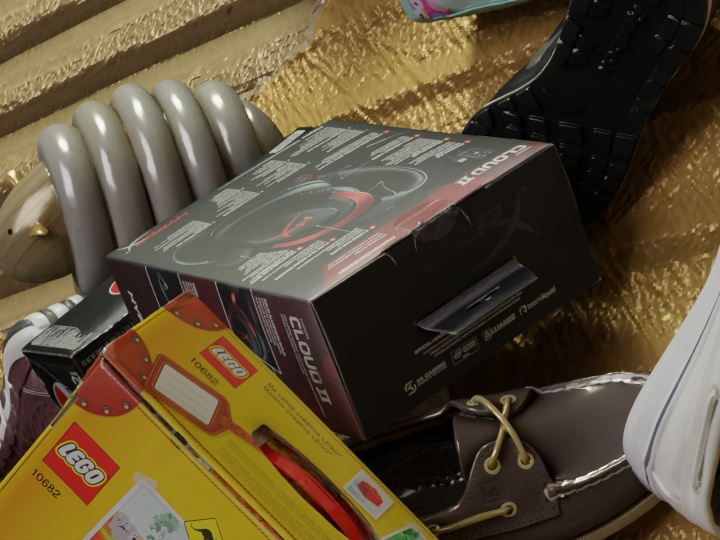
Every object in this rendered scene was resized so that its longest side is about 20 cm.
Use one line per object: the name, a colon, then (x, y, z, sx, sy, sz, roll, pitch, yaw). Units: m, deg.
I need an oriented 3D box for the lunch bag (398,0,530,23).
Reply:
lunch bag: (0.072, -0.230, 1.252, 0.170, 0.122, 0.201, -9, 82, 49)

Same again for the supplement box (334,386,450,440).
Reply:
supplement box: (-0.009, 0.149, 1.187, 0.126, 0.073, 0.200, -43, 40, 33)

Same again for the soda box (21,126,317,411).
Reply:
soda box: (-0.070, 0.010, 1.274, 0.200, 0.071, 0.063, -40, 23, -24)

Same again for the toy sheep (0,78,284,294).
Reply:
toy sheep: (-0.105, -0.040, 1.369, 0.138, 0.200, 0.138, 160, 90, -76)

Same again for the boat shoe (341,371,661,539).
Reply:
boat shoe: (0.049, 0.087, 1.081, 0.200, 0.060, 0.072, -20, 51, 15)

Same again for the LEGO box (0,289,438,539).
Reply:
LEGO box: (-0.057, 0.135, 1.046, 0.149, 0.200, 0.077, -48, -6, 32)

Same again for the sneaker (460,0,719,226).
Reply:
sneaker: (0.117, -0.094, 1.169, 0.088, 0.076, 0.200, -50, -2, -46)

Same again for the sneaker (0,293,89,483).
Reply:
sneaker: (-0.149, 0.107, 1.366, 0.116, 0.076, 0.200, 54, 159, 21)

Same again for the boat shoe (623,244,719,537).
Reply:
boat shoe: (0.173, 0.014, 1.003, 0.200, 0.072, 0.066, -61, 37, 13)

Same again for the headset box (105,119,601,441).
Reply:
headset box: (0.000, 0.000, 1.156, 0.149, 0.075, 0.200, -33, 24, -28)
